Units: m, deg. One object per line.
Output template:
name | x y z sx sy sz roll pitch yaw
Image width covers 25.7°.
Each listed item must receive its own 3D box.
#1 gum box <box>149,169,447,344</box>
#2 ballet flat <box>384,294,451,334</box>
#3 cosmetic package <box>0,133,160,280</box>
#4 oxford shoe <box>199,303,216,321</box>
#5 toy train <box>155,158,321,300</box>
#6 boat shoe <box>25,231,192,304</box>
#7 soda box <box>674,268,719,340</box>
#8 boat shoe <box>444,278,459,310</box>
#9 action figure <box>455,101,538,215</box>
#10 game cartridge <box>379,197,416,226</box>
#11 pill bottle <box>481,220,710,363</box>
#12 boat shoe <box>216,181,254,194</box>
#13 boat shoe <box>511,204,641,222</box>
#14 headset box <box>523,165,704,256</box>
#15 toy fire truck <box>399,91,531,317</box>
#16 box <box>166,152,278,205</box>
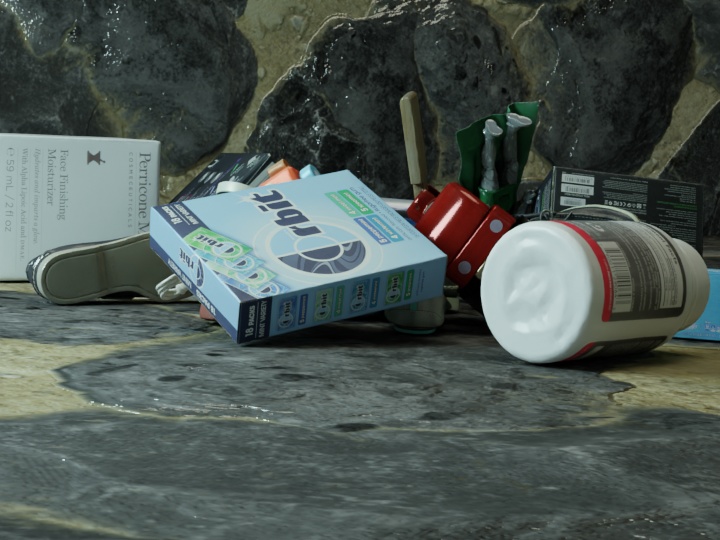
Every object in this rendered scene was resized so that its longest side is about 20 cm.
gum box | -0.055 -0.017 1.353 0.199 0.045 0.170 -13 36 -28
ballet flat | 0.054 0.018 1.476 0.067 0.064 0.200 1 4 0
cosmetic package | -0.353 -0.075 1.843 0.199 0.165 0.165 -1 5 -28
oxford shoe | -0.092 0.006 1.477 0.070 0.075 0.200 3 4 12
toy train | -0.106 -0.042 1.518 0.200 0.056 0.150 -35 -23 20
boat shoe | -0.238 -0.005 1.579 0.200 0.073 0.063 -6 11 -35
soda box | 0.273 0.027 1.493 0.199 0.064 0.068 5 5 21
boat shoe | 0.059 0.005 1.696 0.072 0.061 0.202 2 4 -15
action figure | 0.154 -0.083 1.790 0.118 0.200 0.055 -19 41 -26
game cartridge | 0.055 -0.028 1.789 0.199 0.038 0.130 5 -36 4
pill bottle | 0.198 0.015 1.278 0.111 0.111 0.200 6 5 42
boat shoe | -0.073 -0.024 1.639 0.200 0.062 0.075 31 -20 -35
boat shoe | 0.195 -0.028 1.646 0.199 0.075 0.062 -1 8 19
headset box | 0.278 -0.038 1.804 0.174 0.093 0.200 7 -14 -6
toy fire truck | 0.087 -0.062 1.494 0.200 0.129 0.176 38 4 0
box | -0.127 -0.056 1.776 0.122 0.106 0.200 49 -12 -17
